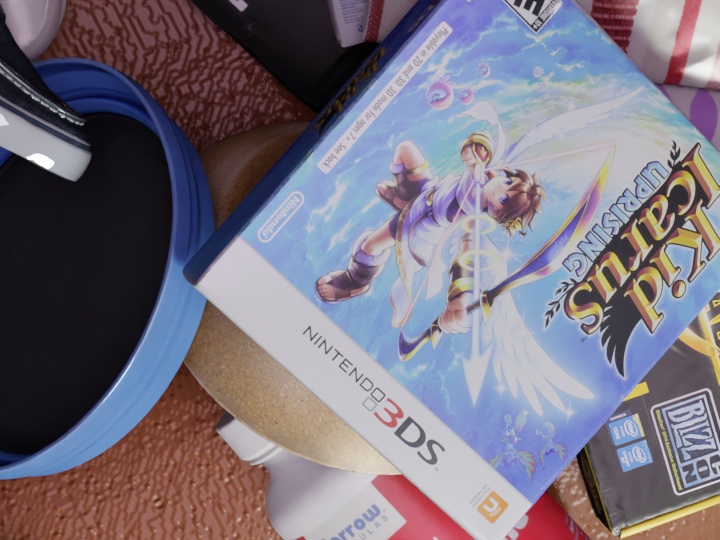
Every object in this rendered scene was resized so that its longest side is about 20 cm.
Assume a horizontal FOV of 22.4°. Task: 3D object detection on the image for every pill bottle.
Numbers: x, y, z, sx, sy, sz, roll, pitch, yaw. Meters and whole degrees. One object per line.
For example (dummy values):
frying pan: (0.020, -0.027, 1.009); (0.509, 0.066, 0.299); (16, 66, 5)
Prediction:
pill bottle: (0.026, 0.120, 0.904); (0.112, 0.112, 0.200); (-44, 96, -1)

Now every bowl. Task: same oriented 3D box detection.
bowl: (-0.151, 0.001, 0.857); (0.199, 0.039, 0.203); (-13, 66, 32)

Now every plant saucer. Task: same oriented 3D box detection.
plant saucer: (0.000, 0.000, 0.870); (0.198, 0.036, 0.202); (13, 52, -17)

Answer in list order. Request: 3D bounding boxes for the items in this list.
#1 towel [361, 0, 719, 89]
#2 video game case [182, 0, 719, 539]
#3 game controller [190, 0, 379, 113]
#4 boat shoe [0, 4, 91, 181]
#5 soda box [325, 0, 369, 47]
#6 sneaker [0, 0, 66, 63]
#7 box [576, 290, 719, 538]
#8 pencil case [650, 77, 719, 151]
towel: (0.108, -0.157, 0.804); (0.198, 0.023, 0.145); (6, 115, -8)
video game case: (0.055, -0.012, 0.792); (0.181, 0.045, 0.200); (42, 88, -16)
game controller: (-0.047, -0.170, 0.913); (0.200, 0.042, 0.104); (43, 113, -6)
boat shoe: (-0.186, -0.130, 0.809); (0.200, 0.071, 0.091); (37, 91, -3)
soda box: (0.075, -0.169, 0.847); (0.198, 0.068, 0.064); (-14, 124, -1)
sneaker: (-0.187, -0.196, 0.869); (0.077, 0.099, 0.202); (-11, 95, -4)
box: (0.170, 0.016, 0.943); (0.158, 0.049, 0.202); (-18, 95, -2)
pencil case: (0.121, -0.056, 0.868); (0.198, 0.084, 0.086); (8, 101, -4)
